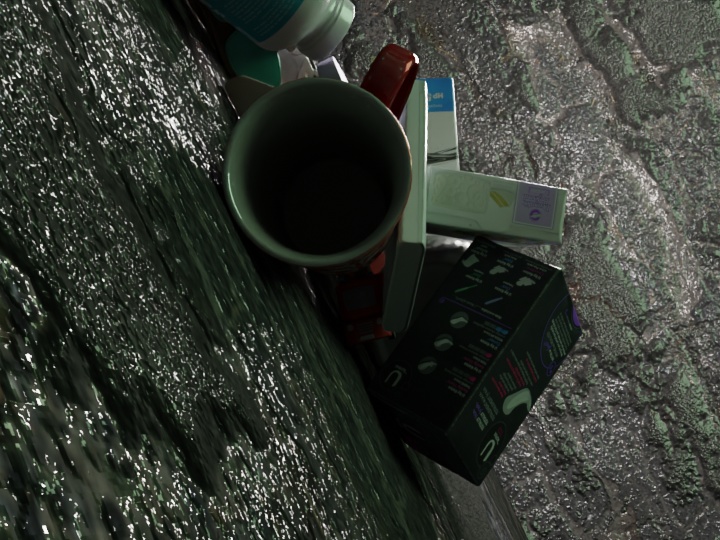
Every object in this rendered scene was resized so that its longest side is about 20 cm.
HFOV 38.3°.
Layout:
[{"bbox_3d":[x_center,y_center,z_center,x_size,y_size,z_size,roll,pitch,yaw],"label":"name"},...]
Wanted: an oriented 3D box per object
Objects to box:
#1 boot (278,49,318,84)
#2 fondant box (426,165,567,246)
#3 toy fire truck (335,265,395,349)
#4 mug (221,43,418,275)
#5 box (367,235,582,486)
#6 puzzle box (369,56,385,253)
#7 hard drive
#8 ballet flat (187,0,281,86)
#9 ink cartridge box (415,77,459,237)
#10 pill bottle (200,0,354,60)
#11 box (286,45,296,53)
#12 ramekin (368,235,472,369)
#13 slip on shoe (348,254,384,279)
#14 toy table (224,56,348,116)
[{"bbox_3d":[-0.082,-0.207,1.249,0.202,0.095,0.074,64,4,-9],"label":"boot"},{"bbox_3d":[0.119,-0.064,1.101,0.200,0.143,0.059,-166,-95,-82],"label":"fondant box"},{"bbox_3d":[0.000,0.000,1.081,0.200,0.048,0.143,-26,103,-86],"label":"toy fire truck"},{"bbox_3d":[-0.008,-0.069,0.818,0.134,0.176,0.200,60,-1,7],"label":"mug"},{"bbox_3d":[0.117,0.088,1.033,0.105,0.201,0.123,24,-22,36],"label":"box"},{"bbox_3d":[0.026,-0.139,1.241,0.133,0.025,0.202,-95,-175,-60],"label":"puzzle box"},{"bbox_3d":[0.042,-0.062,0.981,0.133,0.026,0.202,99,-4,-52],"label":"hard drive"},{"bbox_3d":[-0.153,-0.282,1.165,0.072,0.068,0.200,39,-11,46],"label":"ballet flat"},{"bbox_3d":[0.076,-0.125,1.321,0.146,0.083,0.203,106,-18,-79],"label":"ink cartridge box"},{"bbox_3d":[-0.100,-0.284,0.980,0.199,0.111,0.111,34,19,-30],"label":"pill bottle"},{"bbox_3d":[-0.121,-0.332,1.121,0.200,0.041,0.156,47,-6,-10],"label":"box"},{"bbox_3d":[0.097,0.062,1.196,0.204,0.201,0.094,63,15,1],"label":"ramekin"},{"bbox_3d":[0.011,-0.006,1.388,0.200,0.073,0.062,67,0,-71],"label":"slip on shoe"},{"bbox_3d":[-0.048,-0.135,1.072,0.185,0.116,0.200,64,4,7],"label":"toy table"}]
